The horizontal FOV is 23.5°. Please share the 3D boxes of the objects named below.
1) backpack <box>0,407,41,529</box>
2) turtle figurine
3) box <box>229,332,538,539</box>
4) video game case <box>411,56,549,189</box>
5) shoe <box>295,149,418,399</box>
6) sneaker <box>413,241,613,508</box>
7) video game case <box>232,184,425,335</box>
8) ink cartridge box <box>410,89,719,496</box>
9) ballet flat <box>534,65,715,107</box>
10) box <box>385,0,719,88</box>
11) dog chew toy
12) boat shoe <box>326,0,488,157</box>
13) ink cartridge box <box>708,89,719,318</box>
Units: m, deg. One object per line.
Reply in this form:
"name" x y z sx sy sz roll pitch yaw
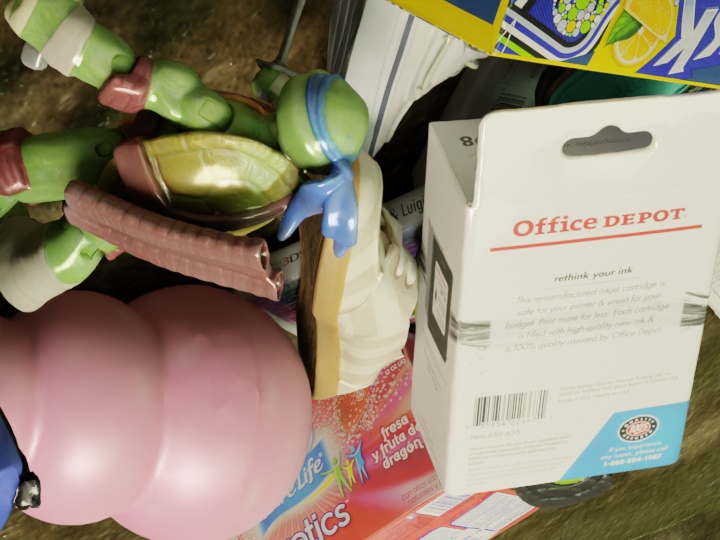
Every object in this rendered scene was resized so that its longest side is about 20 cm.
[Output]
"backpack" -0.244 0.079 0.670 0.167 0.163 0.200 -13 155 -33
"turtle figurine" -0.090 -0.074 0.692 0.193 0.201 0.144 -23 -178 24
"box" -0.008 0.129 0.964 0.200 0.095 0.102 -36 149 26
"video game case" 0.144 -0.101 0.858 0.181 0.022 0.201 9 131 -23
"shoe" 0.000 0.000 0.790 0.053 0.070 0.200 -5 155 -6
"sneaker" 0.070 0.039 0.876 0.073 0.081 0.201 -25 133 2
"video game case" 0.060 0.006 0.913 0.181 0.024 0.200 -23 152 23
"ink cartridge box" 0.089 -0.003 0.753 0.115 0.067 0.201 -6 127 -12
"ballet flat" 0.166 -0.122 0.778 0.199 0.069 0.068 -25 111 21
"box" 0.103 -0.111 0.649 0.199 0.070 0.065 0 115 -44
"dog chew toy" -0.122 0.065 0.803 0.199 0.125 0.125 7 130 -35
"boat shoe" 0.027 -0.104 0.719 0.066 0.074 0.200 4 154 -8
"ink cartridge box" 0.222 -0.054 0.881 0.160 0.050 0.200 -33 138 17
